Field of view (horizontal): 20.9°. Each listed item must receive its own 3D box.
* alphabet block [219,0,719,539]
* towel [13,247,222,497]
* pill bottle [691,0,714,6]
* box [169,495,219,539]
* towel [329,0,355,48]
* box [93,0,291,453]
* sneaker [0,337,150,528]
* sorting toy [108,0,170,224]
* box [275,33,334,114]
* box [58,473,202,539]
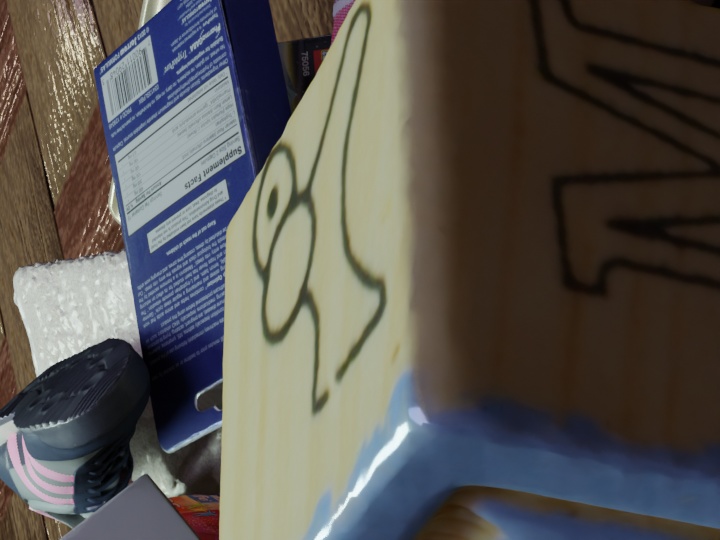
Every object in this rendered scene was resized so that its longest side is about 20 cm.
[{"bbox_3d":[0.067,0.032,0.686,0.196,0.195,0.201,127,150,-47],"label":"alphabet block"},{"bbox_3d":[-0.119,0.052,1.032,0.199,0.034,0.134,-10,94,51],"label":"towel"},{"bbox_3d":[0.067,-0.073,0.822,0.113,0.112,0.201,63,142,42],"label":"pill bottle"},{"bbox_3d":[-0.124,0.228,1.196,0.096,0.099,0.202,-129,46,-65],"label":"box"},{"bbox_3d":[0.008,-0.128,0.823,0.147,0.030,0.201,118,166,-52],"label":"towel"},{"bbox_3d":[-0.070,-0.026,0.912,0.121,0.032,0.202,-29,66,49],"label":"box"},{"bbox_3d":[-0.132,0.087,0.968,0.082,0.070,0.200,51,159,-8],"label":"sneaker"},{"bbox_3d":[-0.120,-0.072,1.274,0.200,0.036,0.187,49,132,52],"label":"sorting toy"},{"bbox_3d":[0.000,0.000,0.950,0.137,0.040,0.202,30,-126,-75],"label":"box"},{"bbox_3d":[-0.104,0.206,1.008,0.125,0.097,0.200,48,164,15],"label":"box"}]
